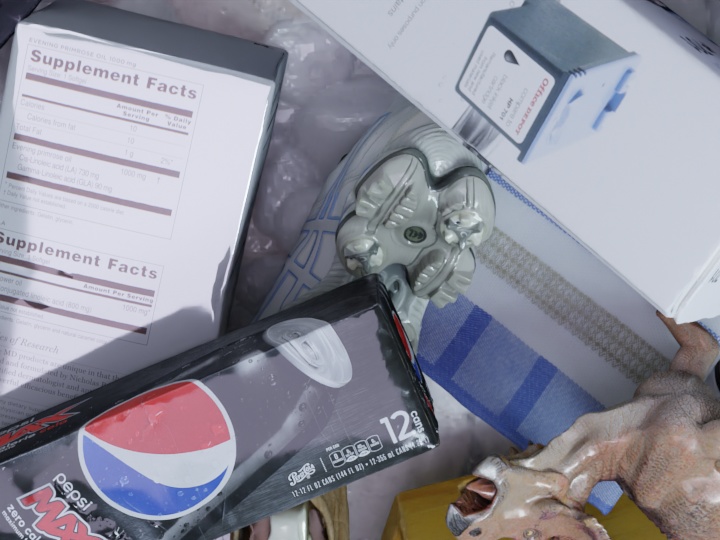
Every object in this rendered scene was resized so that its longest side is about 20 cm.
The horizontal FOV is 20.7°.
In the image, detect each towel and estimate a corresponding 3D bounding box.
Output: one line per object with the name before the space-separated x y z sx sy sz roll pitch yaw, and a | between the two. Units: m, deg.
towel | 0.109 -0.013 0.874 0.147 0.024 0.200 37 105 19

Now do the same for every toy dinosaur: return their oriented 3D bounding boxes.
toy dinosaur | 0.145 0.092 0.817 0.199 0.086 0.136 25 104 0

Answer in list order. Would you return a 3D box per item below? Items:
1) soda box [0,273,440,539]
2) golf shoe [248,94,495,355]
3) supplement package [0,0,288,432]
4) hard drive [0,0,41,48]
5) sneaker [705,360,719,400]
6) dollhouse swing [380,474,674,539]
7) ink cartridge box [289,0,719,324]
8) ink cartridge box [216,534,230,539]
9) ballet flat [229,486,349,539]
soda box | -0.071 0.072 0.787 0.199 0.071 0.064 -23 100 4
golf shoe | 0.000 0.000 0.886 0.078 0.097 0.200 24 130 -17
supplement package | -0.107 -0.007 0.863 0.109 0.114 0.201 13 102 -2
hard drive | -0.208 -0.127 0.833 0.135 0.042 0.200 40 80 -1
sneaker | 0.239 0.088 0.870 0.200 0.066 0.091 42 147 7
dollhouse swing | 0.091 0.218 0.886 0.181 0.200 0.176 -13 128 -4
ink cartridge box | 0.087 -0.076 0.788 0.200 0.146 0.086 40 104 16
ink cartridge box | -0.093 0.178 0.964 0.160 0.050 0.201 -10 87 5
ballet flat | -0.030 0.169 0.881 0.067 0.072 0.201 1 103 4
